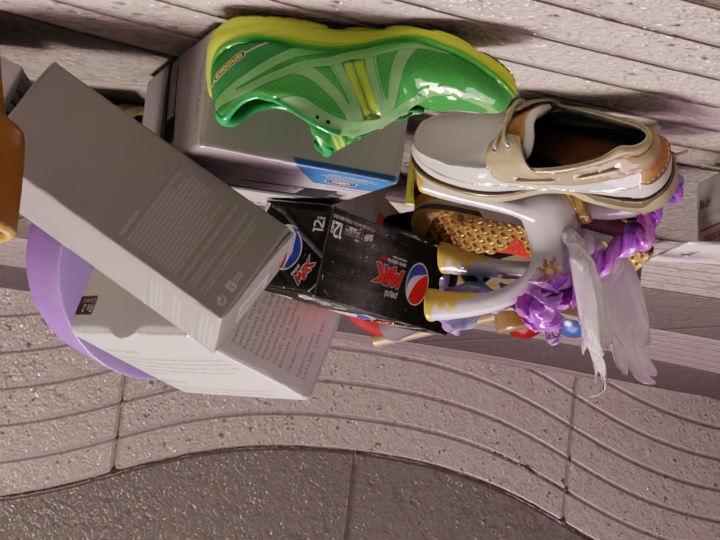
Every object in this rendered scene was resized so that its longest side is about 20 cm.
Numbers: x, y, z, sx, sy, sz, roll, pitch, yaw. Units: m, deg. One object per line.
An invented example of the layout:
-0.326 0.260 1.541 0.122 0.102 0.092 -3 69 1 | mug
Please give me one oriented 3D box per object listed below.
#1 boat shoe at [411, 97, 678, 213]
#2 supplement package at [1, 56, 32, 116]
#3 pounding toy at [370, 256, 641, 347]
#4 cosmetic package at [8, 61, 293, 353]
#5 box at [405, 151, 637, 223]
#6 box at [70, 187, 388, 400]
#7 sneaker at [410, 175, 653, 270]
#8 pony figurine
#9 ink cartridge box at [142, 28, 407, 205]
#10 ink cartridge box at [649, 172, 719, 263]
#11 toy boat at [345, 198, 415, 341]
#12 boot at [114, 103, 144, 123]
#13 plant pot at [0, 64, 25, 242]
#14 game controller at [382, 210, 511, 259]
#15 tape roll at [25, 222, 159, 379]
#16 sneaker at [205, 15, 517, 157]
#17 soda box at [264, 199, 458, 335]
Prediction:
0.125 -0.091 1.272 0.199 0.075 0.068 6 153 24 | boat shoe
-0.316 -0.064 1.235 0.109 0.201 0.114 25 173 2 | supplement package
0.146 0.018 1.798 0.199 0.143 0.184 12 171 -39 | pounding toy
-0.153 -0.041 1.218 0.200 0.090 0.107 39 164 2 | cosmetic package
0.142 -0.065 1.513 0.199 0.050 0.075 4 173 13 | box
-0.110 -0.010 1.469 0.130 0.201 0.198 30 162 -32 | box
0.142 -0.055 1.436 0.199 0.091 0.075 13 153 -7 | sneaker
0.148 -0.006 1.329 0.199 0.194 0.166 -3 -179 18 | pony figurine
-0.067 -0.100 1.272 0.144 0.085 0.200 9 173 -18 | ink cartridge box
0.334 -0.042 1.388 0.199 0.067 0.116 2 174 -6 | ink cartridge box
-0.023 0.002 1.637 0.200 0.131 0.130 45 145 -13 | toy boat
-0.240 -0.102 1.494 0.154 0.073 0.200 3 172 4 | boot
-0.260 -0.119 0.890 0.199 0.184 0.200 6 174 1 | plant pot
0.104 -0.039 1.619 0.104 0.042 0.200 26 -161 26 | game controller
-0.192 -0.009 1.604 0.199 0.201 0.085 11 -175 -32 | tape roll
0.000 -0.111 1.128 0.199 0.084 0.074 5 172 10 | sneaker
0.000 0.000 1.372 0.063 0.071 0.200 9 175 34 | soda box
